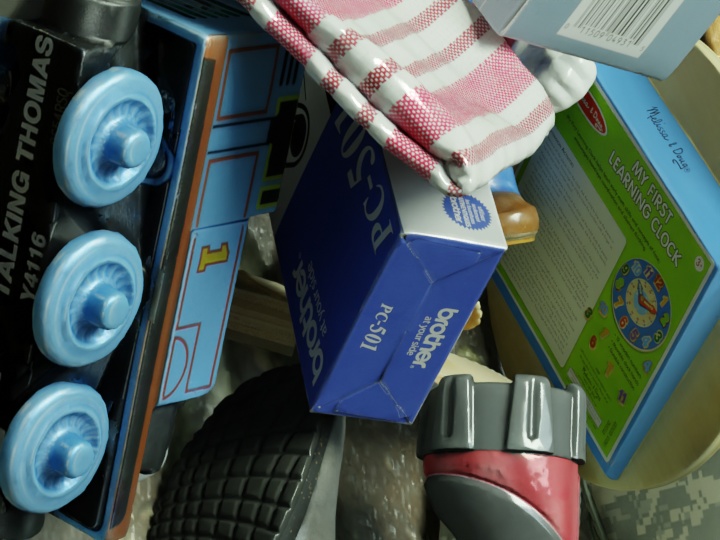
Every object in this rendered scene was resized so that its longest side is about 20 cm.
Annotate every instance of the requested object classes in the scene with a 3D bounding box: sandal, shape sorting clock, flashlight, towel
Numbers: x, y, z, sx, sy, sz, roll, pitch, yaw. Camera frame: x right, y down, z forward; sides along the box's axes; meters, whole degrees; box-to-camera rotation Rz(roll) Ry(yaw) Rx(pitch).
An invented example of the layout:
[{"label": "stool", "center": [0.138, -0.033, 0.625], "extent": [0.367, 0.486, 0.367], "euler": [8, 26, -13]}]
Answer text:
[{"label": "sandal", "center": [0.004, 0.002, 1.057], "extent": [0.211, 0.078, 0.070], "euler": [15, 98, -45]}, {"label": "shape sorting clock", "center": [0.114, -0.007, 1.123], "extent": [0.039, 0.200, 0.201], "euler": [-3, 76, -28]}, {"label": "flashlight", "center": [0.051, 0.142, 1.010], "extent": [0.068, 0.067, 0.201], "euler": [18, 72, -50]}, {"label": "towel", "center": [-0.014, -0.109, 0.897], "extent": [0.200, 0.030, 0.146], "euler": [45, 19, 2]}]

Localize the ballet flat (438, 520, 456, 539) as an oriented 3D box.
[{"label": "ballet flat", "center": [0.062, 0.150, 1.100], "extent": [0.072, 0.072, 0.201], "euler": [38, 49, -37]}]

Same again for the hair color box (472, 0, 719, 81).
[{"label": "hair color box", "center": [0.054, -0.166, 1.017], "extent": [0.099, 0.061, 0.200], "euler": [10, 37, -45]}]

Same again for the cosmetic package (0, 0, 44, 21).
[{"label": "cosmetic package", "center": [-0.094, -0.160, 0.993], "extent": [0.101, 0.071, 0.200], "euler": [47, 35, 9]}]

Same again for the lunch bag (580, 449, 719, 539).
[{"label": "lunch bag", "center": [0.195, 0.098, 1.229], "extent": [0.200, 0.139, 0.169], "euler": [6, 69, -51]}]

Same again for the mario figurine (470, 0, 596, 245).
[{"label": "mario figurine", "center": [0.021, -0.106, 1.109], "extent": [0.123, 0.106, 0.201], "euler": [-7, 89, -31]}]

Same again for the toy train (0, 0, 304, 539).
[{"label": "toy train", "center": [-0.088, -0.005, 0.883], "extent": [0.114, 0.086, 0.201], "euler": [-10, 118, -50]}]

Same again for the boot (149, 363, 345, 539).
[{"label": "boot", "center": [-0.021, 0.148, 0.997], "extent": [0.132, 0.070, 0.201], "euler": [38, 58, -41]}]

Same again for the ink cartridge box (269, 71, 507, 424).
[{"label": "ink cartridge box", "center": [0.000, -0.049, 0.993], "extent": [0.044, 0.094, 0.201], "euler": [8, 43, -22]}]

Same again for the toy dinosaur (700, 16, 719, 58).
[{"label": "toy dinosaur", "center": [0.137, -0.118, 1.141], "extent": [0.200, 0.060, 0.107], "euler": [-130, -144, -72]}]
